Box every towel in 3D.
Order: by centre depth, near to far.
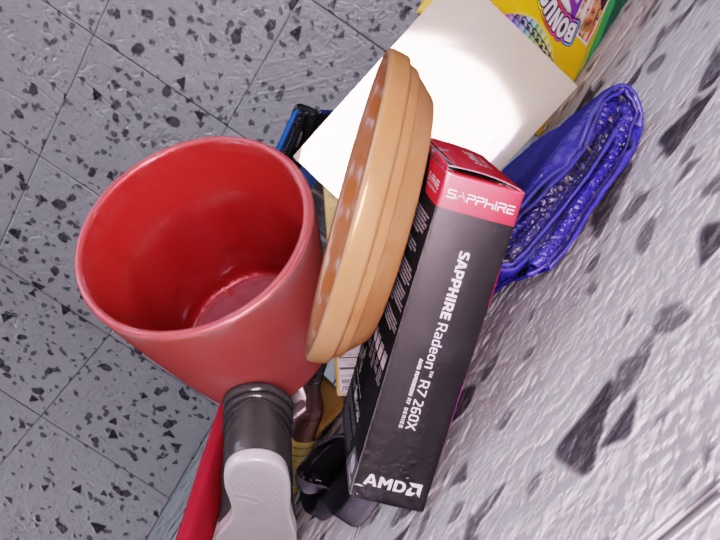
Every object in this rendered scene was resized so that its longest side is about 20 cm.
[{"bbox_3d":[0.118,-0.040,0.682,0.148,0.049,0.200,-50,3,-11],"label":"towel"}]

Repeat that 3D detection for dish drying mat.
[{"bbox_3d":[-0.130,0.194,0.829,0.200,0.018,0.077,-77,-9,-55],"label":"dish drying mat"}]

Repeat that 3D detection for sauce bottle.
[{"bbox_3d":[-0.073,0.153,0.924,0.066,0.066,0.201,-93,20,-82],"label":"sauce bottle"}]

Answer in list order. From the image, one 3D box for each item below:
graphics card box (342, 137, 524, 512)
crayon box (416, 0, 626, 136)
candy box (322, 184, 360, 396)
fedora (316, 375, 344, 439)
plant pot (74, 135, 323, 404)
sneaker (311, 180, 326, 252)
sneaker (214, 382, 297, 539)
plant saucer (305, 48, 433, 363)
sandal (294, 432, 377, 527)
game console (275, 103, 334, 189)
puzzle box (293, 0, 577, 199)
[{"bbox_3d":[0.037,0.027,0.593,0.126,0.051,0.201,-104,30,-75],"label":"graphics card box"},{"bbox_3d":[0.157,-0.246,0.887,0.173,0.058,0.200,-58,-36,-1],"label":"crayon box"},{"bbox_3d":[0.000,0.000,0.881,0.115,0.055,0.202,-79,-15,-78],"label":"candy box"},{"bbox_3d":[-0.072,0.156,1.040,0.201,0.082,0.201,-57,-5,-7],"label":"fedora"},{"bbox_3d":[-0.113,0.015,0.827,0.201,0.199,0.178,-58,-29,-23],"label":"plant pot"},{"bbox_3d":[0.000,-0.068,0.991,0.115,0.075,0.201,8,-59,-53],"label":"sneaker"},{"bbox_3d":[-0.086,0.172,0.827,0.201,0.070,0.100,99,173,-48],"label":"sneaker"},{"bbox_3d":[0.007,-0.037,0.613,0.200,0.037,0.202,-165,90,-84],"label":"plant saucer"},{"bbox_3d":[-0.019,0.154,0.760,0.076,0.043,0.200,-59,5,-17],"label":"sandal"},{"bbox_3d":[-0.050,-0.067,1.051,0.171,0.118,0.201,-75,6,-50],"label":"game console"},{"bbox_3d":[0.058,-0.120,0.787,0.200,0.133,0.025,-46,4,5],"label":"puzzle box"}]
